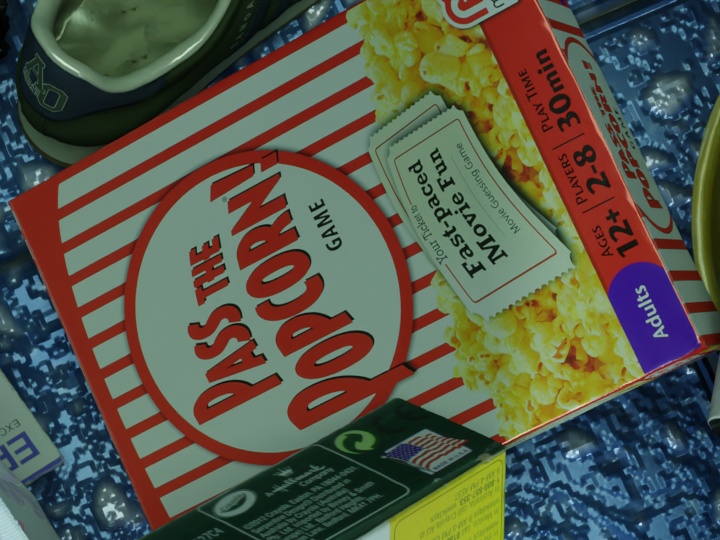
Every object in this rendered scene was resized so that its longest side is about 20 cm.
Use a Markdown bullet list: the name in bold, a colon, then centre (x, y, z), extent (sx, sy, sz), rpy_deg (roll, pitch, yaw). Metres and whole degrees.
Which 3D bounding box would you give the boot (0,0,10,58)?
- **boot**: centre (-0.220, -0.060, 0.847), extent (0.162, 0.073, 0.198), rpy_deg (23, 81, -4)

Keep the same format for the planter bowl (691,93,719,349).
- **planter bowl**: centre (0.206, -0.006, 0.846), extent (0.200, 0.083, 0.201), rpy_deg (1, 79, -3)

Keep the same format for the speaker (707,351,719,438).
- **speaker**: centre (0.163, -0.041, 0.768), extent (0.081, 0.081, 0.200), rpy_deg (12, 79, 0)

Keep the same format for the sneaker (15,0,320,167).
- **sneaker**: centre (-0.044, -0.120, 0.852), extent (0.067, 0.090, 0.200), rpy_deg (42, 80, 6)

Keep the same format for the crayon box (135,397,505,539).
- **crayon box**: centre (-0.014, 0.155, 0.760), extent (0.051, 0.200, 0.127), rpy_deg (22, 33, 38)

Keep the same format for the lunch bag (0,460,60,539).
- **lunch bag**: centre (-0.172, 0.115, 0.758), extent (0.170, 0.127, 0.200), rpy_deg (-36, 118, -7)

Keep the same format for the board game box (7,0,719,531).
- **board game box**: centre (0.000, 0.000, 0.815), extent (0.200, 0.046, 0.152), rpy_deg (-28, 81, 19)

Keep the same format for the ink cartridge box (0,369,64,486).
- **ink cartridge box**: centre (-0.233, 0.034, 0.812), extent (0.198, 0.043, 0.200), rpy_deg (-32, 111, -1)
